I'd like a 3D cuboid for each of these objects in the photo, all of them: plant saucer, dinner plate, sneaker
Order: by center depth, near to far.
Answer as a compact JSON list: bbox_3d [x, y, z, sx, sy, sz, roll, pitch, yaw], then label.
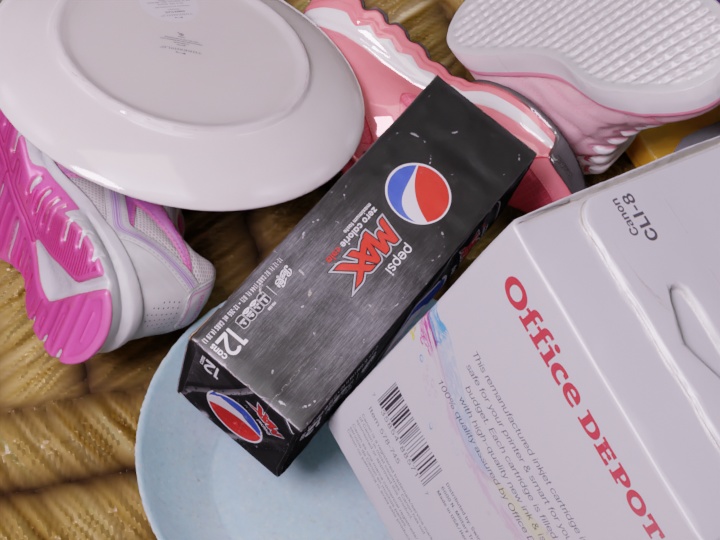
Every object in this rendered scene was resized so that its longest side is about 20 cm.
[{"bbox_3d":[-0.011,0.096,0.835,0.199,0.039,0.203,4,56,-5],"label":"plant saucer"},{"bbox_3d":[-0.091,-0.106,0.867,0.198,0.024,0.201,12,41,-10],"label":"dinner plate"},{"bbox_3d":[-0.141,-0.027,0.878,0.088,0.082,0.201,3,40,-39],"label":"sneaker"},{"bbox_3d":[0.141,-0.099,0.907,0.199,0.105,0.076,18,68,52],"label":"sneaker"},{"bbox_3d":[0.032,-0.069,0.941,0.199,0.074,0.087,33,74,18],"label":"sneaker"}]

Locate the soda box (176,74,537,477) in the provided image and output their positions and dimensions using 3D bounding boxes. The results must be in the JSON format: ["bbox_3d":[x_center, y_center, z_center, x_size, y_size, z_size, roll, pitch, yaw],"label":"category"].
[{"bbox_3d":[0.000,0.000,0.830,0.071,0.063,0.200,39,62,6],"label":"soda box"}]

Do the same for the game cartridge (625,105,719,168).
[{"bbox_3d":[0.219,-0.144,1.027,0.198,0.033,0.177,-21,62,-17],"label":"game cartridge"}]

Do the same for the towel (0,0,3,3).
[{"bbox_3d":[-0.133,-0.100,0.906,0.199,0.023,0.143,38,23,19],"label":"towel"}]

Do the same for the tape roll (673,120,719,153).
[{"bbox_3d":[0.257,-0.030,0.871,0.198,0.067,0.201,-6,20,2],"label":"tape roll"}]

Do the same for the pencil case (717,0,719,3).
[{"bbox_3d":[0.192,-0.173,0.948,0.084,0.093,0.201,12,33,-28],"label":"pencil case"}]

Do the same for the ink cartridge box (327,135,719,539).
[{"bbox_3d":[0.108,0.062,0.729,0.144,0.200,0.146,-22,75,-31],"label":"ink cartridge box"}]
